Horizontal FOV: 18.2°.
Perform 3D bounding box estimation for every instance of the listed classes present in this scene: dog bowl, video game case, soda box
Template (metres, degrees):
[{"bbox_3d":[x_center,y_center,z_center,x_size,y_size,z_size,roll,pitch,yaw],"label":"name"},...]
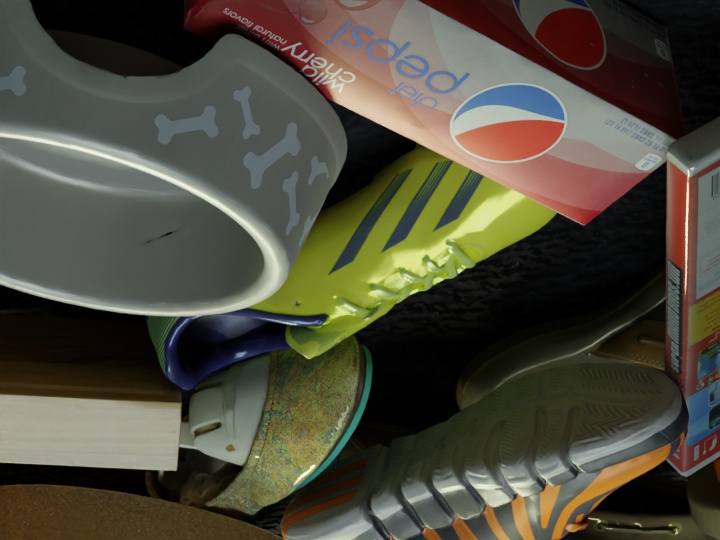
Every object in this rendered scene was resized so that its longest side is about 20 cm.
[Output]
[{"bbox_3d":[-0.108,-0.041,0.872,0.200,0.059,0.200,10,158,4],"label":"dog bowl"},{"bbox_3d":[0.189,-0.010,0.952,0.143,0.017,0.200,-29,141,-18],"label":"video game case"},{"bbox_3d":[0.030,-0.093,0.862,0.200,0.070,0.063,24,134,-29],"label":"soda box"}]

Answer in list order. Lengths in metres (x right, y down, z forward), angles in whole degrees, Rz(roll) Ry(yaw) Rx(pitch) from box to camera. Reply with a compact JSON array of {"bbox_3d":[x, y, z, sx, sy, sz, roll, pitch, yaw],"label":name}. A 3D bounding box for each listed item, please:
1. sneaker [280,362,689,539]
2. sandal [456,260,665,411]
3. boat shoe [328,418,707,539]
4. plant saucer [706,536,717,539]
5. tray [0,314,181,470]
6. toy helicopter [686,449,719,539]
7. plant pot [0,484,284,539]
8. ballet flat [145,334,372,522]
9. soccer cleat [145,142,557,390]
[{"bbox_3d":[0.072,0.117,0.999,0.200,0.078,0.112,-22,112,29],"label":"sneaker"},{"bbox_3d":[0.139,0.041,1.038,0.200,0.054,0.080,-24,137,15],"label":"sandal"},{"bbox_3d":[0.080,0.105,1.112,0.200,0.074,0.066,19,113,-14],"label":"boat shoe"},{"bbox_3d":[0.224,0.182,1.234,0.200,0.035,0.200,-1,139,-1],"label":"plant saucer"},{"bbox_3d":[-0.181,0.049,0.998,0.200,0.099,0.037,4,109,-8],"label":"tray"},{"bbox_3d":[0.251,0.083,1.068,0.200,0.132,0.079,-18,102,-2],"label":"toy helicopter"},{"bbox_3d":[-0.124,0.227,1.097,0.186,0.200,0.186,8,159,3],"label":"plant pot"},{"bbox_3d":[-0.056,0.076,1.037,0.071,0.071,0.200,11,156,-16],"label":"ballet flat"},{"bbox_3d":[0.000,0.001,0.961,0.200,0.084,0.065,-18,139,19],"label":"soccer cleat"}]
